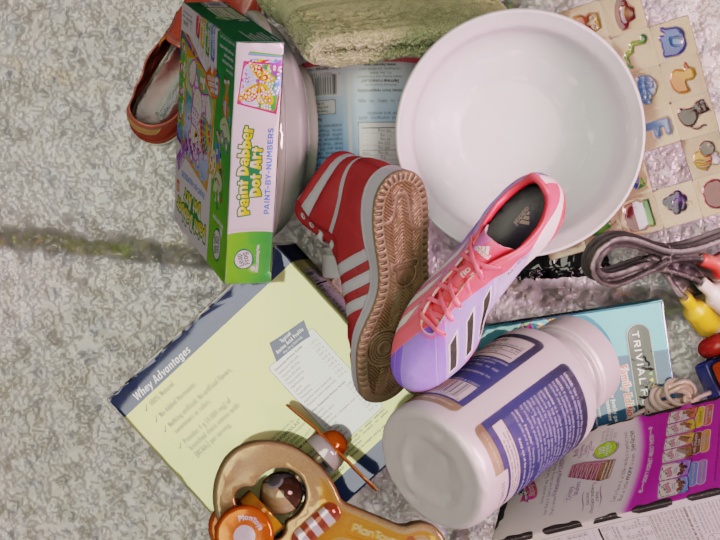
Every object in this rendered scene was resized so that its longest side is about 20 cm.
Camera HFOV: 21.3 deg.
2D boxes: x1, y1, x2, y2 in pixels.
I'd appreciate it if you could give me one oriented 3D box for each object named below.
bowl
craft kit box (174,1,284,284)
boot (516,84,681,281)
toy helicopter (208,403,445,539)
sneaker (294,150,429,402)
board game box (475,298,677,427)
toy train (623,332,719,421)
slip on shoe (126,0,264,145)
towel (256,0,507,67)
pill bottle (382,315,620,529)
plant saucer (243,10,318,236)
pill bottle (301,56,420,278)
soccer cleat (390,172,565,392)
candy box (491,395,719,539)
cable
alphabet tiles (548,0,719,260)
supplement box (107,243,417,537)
[{"bbox_3d":[0.126,-0.113,1.566,0.201,0.090,0.201,0,96,-2],"label":"bowl"},{"bbox_3d":[-0.112,-0.110,1.586,0.048,0.200,0.198,-4,107,-17],"label":"craft kit box"},{"bbox_3d":[0.194,-0.075,1.649,0.198,0.073,0.163,-3,89,13],"label":"boot"},{"bbox_3d":[-0.021,0.192,1.555,0.200,0.079,0.132,20,84,-7],"label":"toy helicopter"},{"bbox_3d":[0.000,0.000,1.555,0.071,0.112,0.200,-10,114,-34],"label":"sneaker"},{"bbox_3d":[0.174,0.113,1.668,0.200,0.047,0.151,-8,90,6],"label":"board game box"},{"bbox_3d":[0.325,0.089,1.590,0.200,0.116,0.085,-23,88,-18],"label":"toy train"},{"bbox_3d":[-0.143,-0.201,1.688,0.074,0.061,0.200,33,93,6],"label":"slip on shoe"},{"bbox_3d":[0.024,-0.217,1.608,0.200,0.148,0.037,-9,125,-21],"label":"towel"},{"bbox_3d":[0.120,0.115,1.552,0.200,0.111,0.111,-32,87,-38],"label":"pill bottle"},{"bbox_3d":[-0.071,-0.120,1.623,0.050,0.200,0.200,-2,91,-14],"label":"plant saucer"},{"bbox_3d":[0.005,-0.095,1.650,0.109,0.109,0.200,-1,92,6],"label":"pill bottle"},{"bbox_3d":[0.087,0.006,1.485,0.067,0.076,0.200,39,88,18],"label":"soccer cleat"},{"bbox_3d":[0.215,0.181,1.547,0.200,0.136,0.061,-16,115,23],"label":"candy box"},{"bbox_3d":[0.271,-0.003,1.601,0.050,0.200,0.097,44,107,41],"label":"cable"},{"bbox_3d":[0.212,-0.126,1.606,0.167,0.008,0.200,-16,89,14],"label":"alphabet tiles"},{"bbox_3d":[-0.069,0.113,1.649,0.200,0.134,0.200,-42,87,4],"label":"supplement box"}]
